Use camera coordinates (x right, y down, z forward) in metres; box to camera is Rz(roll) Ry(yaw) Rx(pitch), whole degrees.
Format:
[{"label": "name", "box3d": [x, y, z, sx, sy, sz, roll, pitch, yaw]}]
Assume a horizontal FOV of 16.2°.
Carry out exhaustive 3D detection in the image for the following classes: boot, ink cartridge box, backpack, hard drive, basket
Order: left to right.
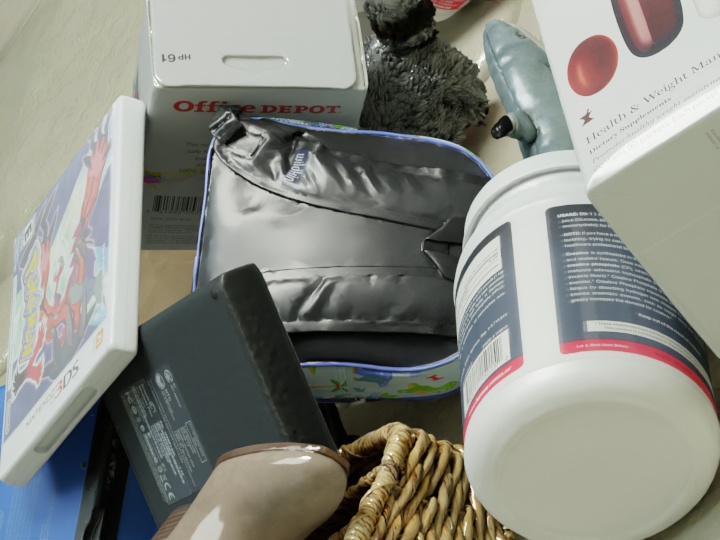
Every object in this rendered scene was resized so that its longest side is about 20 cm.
[{"label": "boot", "box3d": [-0.091, 0.185, 1.426, 0.200, 0.070, 0.147, -34, 25, 51]}, {"label": "hard drive", "box3d": [-0.091, 0.089, 1.543, 0.200, 0.033, 0.140, -30, 82, 58]}, {"label": "ink cartridge box", "box3d": [-0.083, -0.101, 1.736, 0.200, 0.144, 0.085, 108, 159, -57]}, {"label": "basket", "box3d": [-0.023, 0.172, 1.510, 0.200, 0.149, 0.143, -38, 48, 40]}, {"label": "backpack", "box3d": [0.000, 0.000, 1.643, 0.147, 0.199, 0.184, 65, -150, -69]}]

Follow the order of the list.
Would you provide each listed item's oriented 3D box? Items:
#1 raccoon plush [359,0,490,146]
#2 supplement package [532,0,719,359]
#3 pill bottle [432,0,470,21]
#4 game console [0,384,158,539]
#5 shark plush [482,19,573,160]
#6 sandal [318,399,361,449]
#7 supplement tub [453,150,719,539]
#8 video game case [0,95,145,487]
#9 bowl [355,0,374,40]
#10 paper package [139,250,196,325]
[{"label": "raccoon plush", "box3d": [0.011, -0.105, 1.756, 0.096, 0.200, 0.134, 3, 61, 32]}, {"label": "supplement package", "box3d": [0.217, -0.101, 1.347, 0.191, 0.147, 0.200, -32, 33, 16]}, {"label": "pill bottle", "box3d": [0.091, -0.278, 1.857, 0.200, 0.112, 0.113, -37, 33, 39]}, {"label": "game console", "box3d": [-0.173, 0.189, 1.719, 0.170, 0.118, 0.201, 3, 77, 33]}, {"label": "shark plush", "box3d": [0.111, -0.077, 1.638, 0.091, 0.083, 0.201, -33, 36, 43]}, {"label": "sandal", "box3d": [-0.010, 0.151, 1.670, 0.075, 0.048, 0.201, -54, 39, 18]}, {"label": "supplement tub", "box3d": [0.124, 0.042, 1.420, 0.140, 0.140, 0.200, -43, 30, 31]}, {"label": "video game case", "box3d": [-0.190, 0.014, 1.658, 0.182, 0.023, 0.201, -47, 35, 45]}, {"label": "bowl", "box3d": [-0.048, -0.164, 1.927, 0.075, 0.199, 0.201, 37, 115, 22]}, {"label": "paper package", "box3d": [-0.209, 0.081, 1.943, 0.191, 0.103, 0.200, -64, 7, -34]}]
